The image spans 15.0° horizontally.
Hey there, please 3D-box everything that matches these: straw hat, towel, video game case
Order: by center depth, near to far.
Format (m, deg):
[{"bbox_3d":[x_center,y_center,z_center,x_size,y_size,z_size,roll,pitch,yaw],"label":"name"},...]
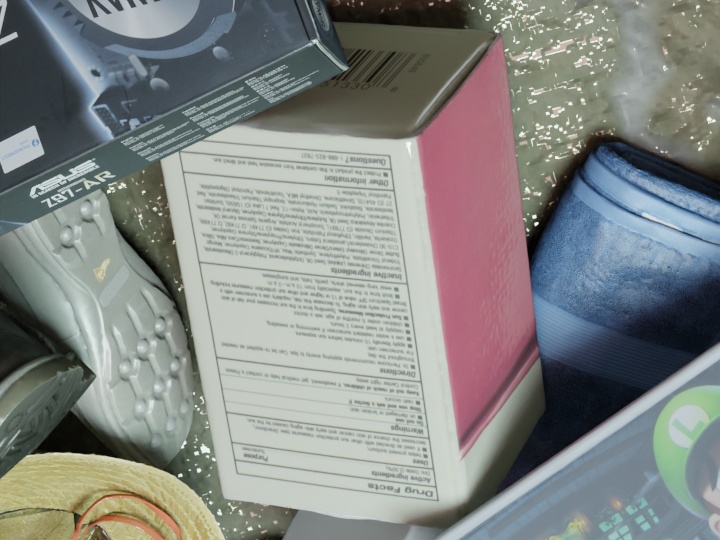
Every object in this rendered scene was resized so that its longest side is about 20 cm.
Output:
[{"bbox_3d":[0.150,0.146,1.195,0.199,0.023,0.182,-34,83,-6],"label":"video game case"},{"bbox_3d":[0.118,0.042,1.312,0.111,0.049,0.201,20,116,-11],"label":"towel"},{"bbox_3d":[-0.167,0.134,1.328,0.200,0.085,0.202,-9,130,-10],"label":"straw hat"}]

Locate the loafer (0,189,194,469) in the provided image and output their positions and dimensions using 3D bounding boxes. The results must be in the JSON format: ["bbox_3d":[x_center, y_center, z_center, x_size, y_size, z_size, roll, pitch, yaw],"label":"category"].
[{"bbox_3d":[-0.137,0.011,1.285,0.070,0.070,0.201,6,131,37],"label":"loafer"}]

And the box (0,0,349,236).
[{"bbox_3d":[-0.124,-0.118,1.165,0.199,0.161,0.044,-24,162,12],"label":"box"}]

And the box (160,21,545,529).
[{"bbox_3d":[0.000,0.000,1.230,0.127,0.109,0.201,6,122,24],"label":"box"}]

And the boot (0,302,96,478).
[{"bbox_3d":[-0.213,0.006,1.185,0.200,0.182,0.073,42,86,-1],"label":"boot"}]

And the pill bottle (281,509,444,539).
[{"bbox_3d":[0.048,0.184,1.336,0.108,0.109,0.200,-32,124,15],"label":"pill bottle"}]
